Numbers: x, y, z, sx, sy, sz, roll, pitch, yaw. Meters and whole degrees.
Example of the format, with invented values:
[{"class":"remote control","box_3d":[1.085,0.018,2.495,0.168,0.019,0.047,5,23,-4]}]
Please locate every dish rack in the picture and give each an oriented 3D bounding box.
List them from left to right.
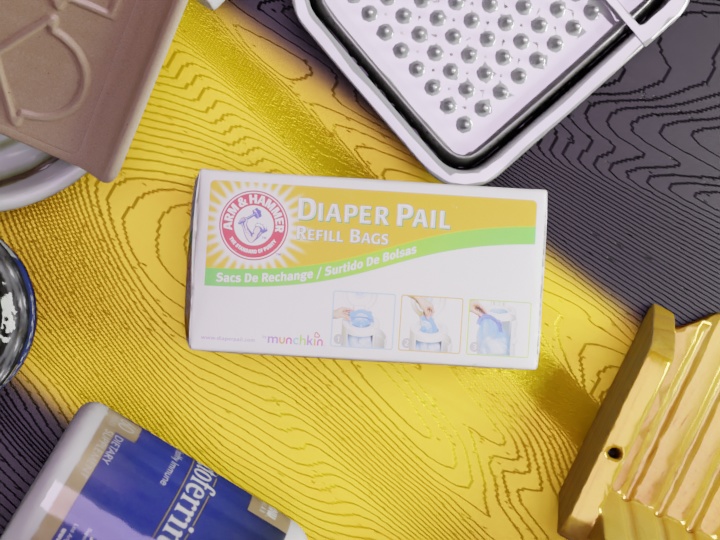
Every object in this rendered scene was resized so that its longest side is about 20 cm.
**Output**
[{"class":"dish rack","box_3d":[0.075,-0.166,1.571,0.200,0.044,0.172,-41,94,-4]}]

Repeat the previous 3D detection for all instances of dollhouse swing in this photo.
[{"class":"dollhouse swing","box_3d":[0.233,0.133,1.518,0.199,0.176,0.182,26,88,-3]}]

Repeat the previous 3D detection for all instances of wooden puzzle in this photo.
[{"class":"wooden puzzle","box_3d":[-0.194,-0.163,1.464,0.199,0.046,0.186,26,126,-1]}]

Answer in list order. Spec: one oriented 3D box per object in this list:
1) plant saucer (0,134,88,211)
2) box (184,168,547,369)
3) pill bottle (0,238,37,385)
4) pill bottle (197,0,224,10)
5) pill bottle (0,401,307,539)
[{"class":"plant saucer","box_3d":[-0.221,-0.133,1.544,0.199,0.050,0.201,0,90,-5]},{"class":"box","box_3d":[0.000,0.000,1.530,0.199,0.112,0.102,3,89,-3]},{"class":"pill bottle","box_3d":[-0.235,0.024,1.467,0.111,0.200,0.113,0,90,-5]},{"class":"pill bottle","box_3d":[-0.046,-0.248,1.527,0.112,0.112,0.200,42,87,-3]},{"class":"pill bottle","box_3d":[-0.100,0.171,1.521,0.199,0.116,0.116,32,88,-5]}]
